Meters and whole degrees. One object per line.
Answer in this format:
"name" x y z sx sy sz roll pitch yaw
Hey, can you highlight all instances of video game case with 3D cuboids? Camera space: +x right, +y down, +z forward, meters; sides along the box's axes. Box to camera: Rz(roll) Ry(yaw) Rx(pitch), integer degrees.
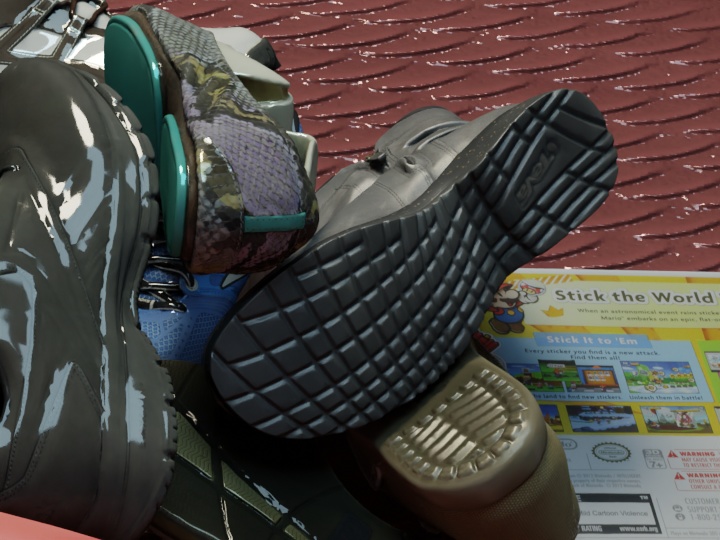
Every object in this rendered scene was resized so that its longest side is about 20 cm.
"video game case" 0.140 0.063 1.053 0.199 0.023 0.182 1 38 -10

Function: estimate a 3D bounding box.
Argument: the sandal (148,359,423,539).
"sandal" -0.027 0.110 0.934 0.201 0.057 0.080 39 43 11

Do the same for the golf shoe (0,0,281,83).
"golf shoe" -0.137 -0.101 1.096 0.199 0.095 0.078 -5 14 7

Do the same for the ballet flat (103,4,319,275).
"ballet flat" -0.054 -0.050 0.973 0.072 0.072 0.200 -1 24 -14

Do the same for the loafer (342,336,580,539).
"loafer" 0.029 0.062 0.980 0.076 0.068 0.200 -30 22 -2

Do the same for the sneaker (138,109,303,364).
"sneaker" -0.077 -0.011 1.043 0.078 0.089 0.200 17 38 12

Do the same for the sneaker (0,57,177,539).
"sneaker" -0.120 0.004 0.894 0.091 0.076 0.200 10 51 -30

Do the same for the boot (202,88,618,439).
"boot" 0.000 0.000 0.993 0.200 0.070 0.132 -33 15 -27

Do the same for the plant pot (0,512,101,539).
"plant pot" -0.111 0.161 0.749 0.177 0.201 0.200 23 38 31
